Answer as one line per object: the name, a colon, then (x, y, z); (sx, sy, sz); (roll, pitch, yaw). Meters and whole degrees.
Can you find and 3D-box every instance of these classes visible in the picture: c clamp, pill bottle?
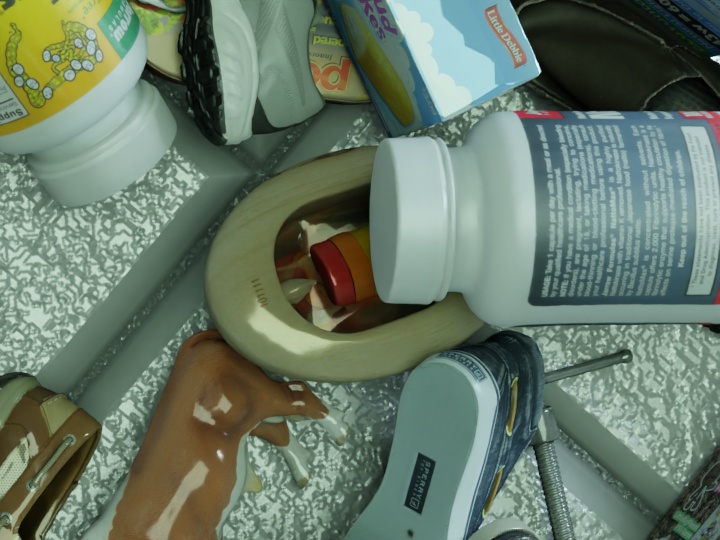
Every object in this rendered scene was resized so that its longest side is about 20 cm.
c clamp: (0.100, 0.158, 1.257); (0.171, 0.027, 0.200); (-8, 90, -14)
pill bottle: (-0.186, -0.136, 1.130); (0.113, 0.113, 0.200); (-38, 120, -11)
pill bottle: (0.110, -0.029, 1.138); (0.200, 0.120, 0.120); (0, 89, -10)

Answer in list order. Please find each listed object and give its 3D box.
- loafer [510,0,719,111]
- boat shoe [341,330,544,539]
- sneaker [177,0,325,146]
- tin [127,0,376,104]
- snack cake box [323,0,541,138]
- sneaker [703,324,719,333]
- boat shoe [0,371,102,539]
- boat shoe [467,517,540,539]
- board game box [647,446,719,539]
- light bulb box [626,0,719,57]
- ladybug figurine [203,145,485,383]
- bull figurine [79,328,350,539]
loafer: (0.169, -0.111, 1.228); (0.200, 0.071, 0.073); (25, 107, 9)
boat shoe: (0.052, 0.130, 1.207); (0.071, 0.091, 0.200); (32, 117, 25)
sneaker: (-0.064, -0.174, 1.172); (0.079, 0.074, 0.200); (-9, 97, -22)
tin: (-0.051, -0.157, 1.223); (0.200, 0.042, 0.112); (7, 83, -13)
snack cake box: (0.016, -0.180, 1.162); (0.067, 0.115, 0.200); (-26, 95, -12)
sneaker: (0.198, -0.025, 1.269); (0.200, 0.077, 0.085); (27, 73, -19)
boat shoe: (-0.206, 0.157, 1.150); (0.074, 0.076, 0.200); (21, 84, 11)
boat shoe: (0.117, 0.228, 1.204); (0.073, 0.063, 0.200); (-35, 127, -8)
board game box: (0.281, 0.173, 1.256); (0.159, 0.097, 0.200); (39, 86, -10)
light bulb box: (0.185, -0.233, 1.197); (0.198, 0.200, 0.125); (37, 83, -10)
ladybug figurine: (0.000, 0.000, 1.203); (0.200, 0.072, 0.136); (-15, 76, -22)
bull figurine: (-0.094, 0.137, 1.193); (0.121, 0.065, 0.200); (25, 85, -15)
